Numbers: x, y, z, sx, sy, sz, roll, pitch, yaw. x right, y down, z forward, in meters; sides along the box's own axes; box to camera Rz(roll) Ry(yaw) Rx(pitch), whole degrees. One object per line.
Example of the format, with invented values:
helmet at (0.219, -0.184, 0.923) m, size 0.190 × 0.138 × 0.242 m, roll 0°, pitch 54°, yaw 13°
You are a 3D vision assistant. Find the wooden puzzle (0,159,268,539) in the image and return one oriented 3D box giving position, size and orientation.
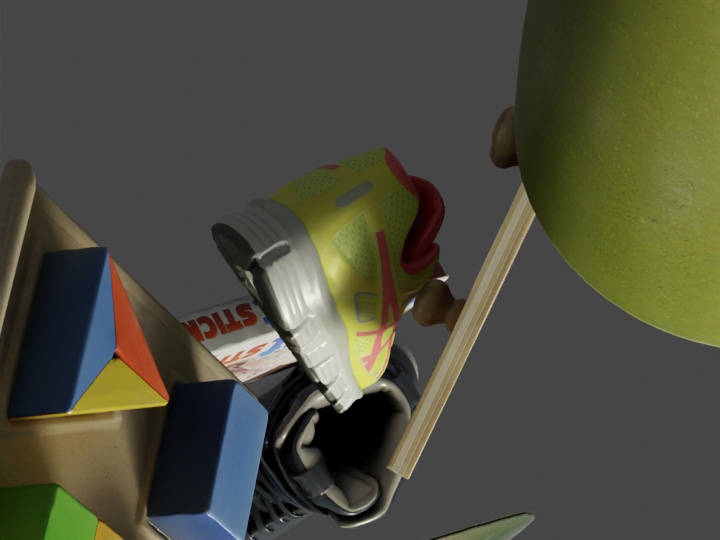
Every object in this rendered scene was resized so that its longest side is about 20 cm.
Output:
wooden puzzle at (-0.081, 0.087, 0.910) m, size 0.046 × 0.185 × 0.200 m, roll -4°, pitch 148°, yaw 23°

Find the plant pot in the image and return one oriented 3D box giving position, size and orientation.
plant pot at (0.135, -0.099, 0.874) m, size 0.187 × 0.187 × 0.200 m, roll -29°, pitch 153°, yaw -6°

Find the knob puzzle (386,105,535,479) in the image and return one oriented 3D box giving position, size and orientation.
knob puzzle at (0.059, -0.029, 1.103) m, size 0.220 × 0.030 × 0.220 m, roll 25°, pitch 90°, yaw -87°

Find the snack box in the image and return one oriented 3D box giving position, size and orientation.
snack box at (-0.047, 0.031, 1.259) m, size 0.200 × 0.024 × 0.072 m, roll -17°, pitch 163°, yaw -47°

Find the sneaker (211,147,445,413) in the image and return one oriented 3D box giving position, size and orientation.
sneaker at (0.000, 0.000, 1.134) m, size 0.090 × 0.078 × 0.200 m, roll -36°, pitch 170°, yaw -4°

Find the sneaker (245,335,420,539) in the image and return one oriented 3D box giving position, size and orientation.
sneaker at (-0.053, 0.111, 1.355) m, size 0.202 × 0.077 × 0.146 m, roll -40°, pitch -170°, yaw 3°
